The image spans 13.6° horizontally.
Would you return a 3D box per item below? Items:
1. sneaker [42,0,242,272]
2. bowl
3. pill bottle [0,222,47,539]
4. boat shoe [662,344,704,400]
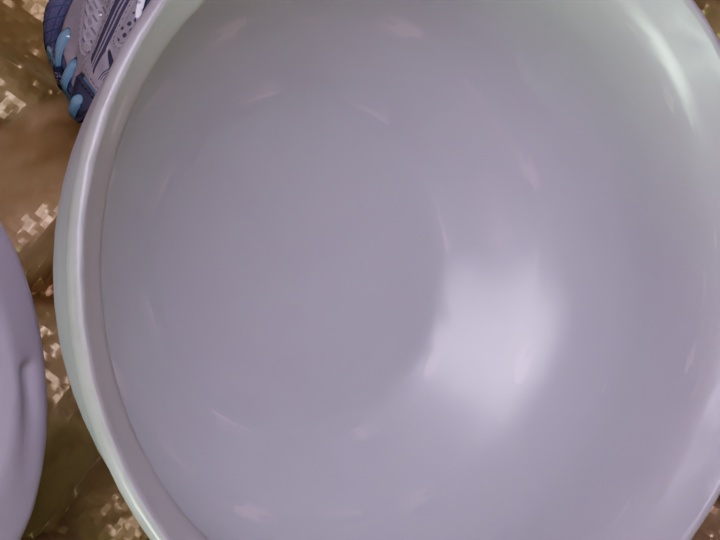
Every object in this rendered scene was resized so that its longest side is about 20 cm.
[{"bbox_3d":[-0.048,-0.045,0.856,0.086,0.078,0.201,1,71,24],"label":"sneaker"},{"bbox_3d":[0.000,0.000,0.760,0.200,0.090,0.202,0,90,-31],"label":"bowl"},{"bbox_3d":[-0.191,0.035,0.772,0.199,0.111,0.112,-5,68,23],"label":"pill bottle"},{"bbox_3d":[0.157,-0.018,0.841,0.200,0.063,0.073,-38,75,-13],"label":"boat shoe"}]
